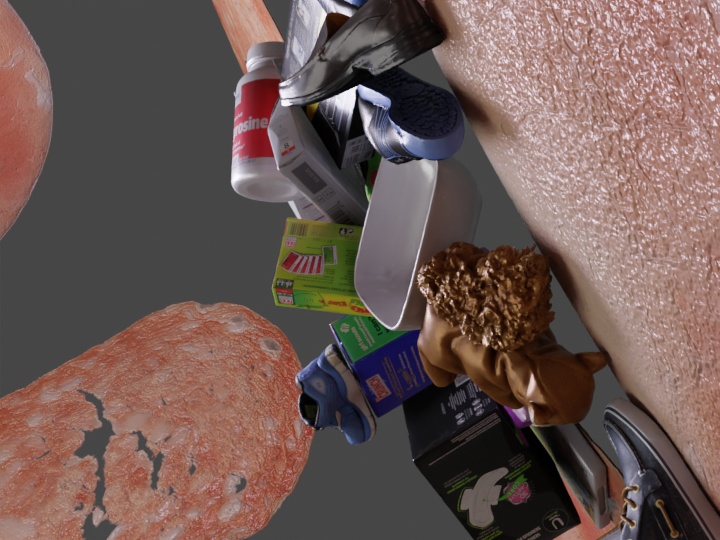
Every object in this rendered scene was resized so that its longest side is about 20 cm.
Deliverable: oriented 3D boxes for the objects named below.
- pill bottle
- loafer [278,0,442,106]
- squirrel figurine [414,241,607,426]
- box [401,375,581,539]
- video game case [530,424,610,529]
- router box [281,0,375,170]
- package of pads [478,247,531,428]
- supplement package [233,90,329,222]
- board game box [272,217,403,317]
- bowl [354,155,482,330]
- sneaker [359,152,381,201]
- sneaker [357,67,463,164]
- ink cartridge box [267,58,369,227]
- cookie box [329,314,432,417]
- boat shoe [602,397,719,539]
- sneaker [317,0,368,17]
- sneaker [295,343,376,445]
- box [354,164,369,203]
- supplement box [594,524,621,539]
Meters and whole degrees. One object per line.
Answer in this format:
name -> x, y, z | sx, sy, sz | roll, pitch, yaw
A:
pill bottle -> -0.117, -0.204, 1.439 | 0.112, 0.111, 0.202 | 79, -168, -74
loafer -> -0.011, -0.211, 0.995 | 0.199, 0.073, 0.073 | -18, 102, 42
squirrel figurine -> 0.144, 0.067, 1.024 | 0.187, 0.141, 0.201 | 46, 168, 47
box -> 0.160, 0.238, 1.311 | 0.200, 0.124, 0.149 | 54, -170, -19
video game case -> 0.254, 0.215, 1.351 | 0.200, 0.023, 0.182 | 56, 173, 36
router box -> -0.027, -0.238, 1.215 | 0.158, 0.052, 0.200 | 59, 158, 21
package of pads -> 0.164, 0.081, 1.211 | 0.201, 0.075, 0.121 | 60, 178, 15
supplement package -> -0.073, -0.197, 1.619 | 0.152, 0.150, 0.201 | 57, 174, 41
board game box -> 0.000, 0.000, 1.292 | 0.048, 0.198, 0.102 | 84, -166, -61
bowl -> 0.066, -0.042, 1.162 | 0.200, 0.074, 0.201 | -136, 56, -68
sneaker -> 0.023, -0.164, 1.382 | 0.084, 0.076, 0.201 | -98, -11, -62
sneaker -> 0.052, -0.137, 1.032 | 0.200, 0.070, 0.078 | -124, 17, -58
ink cartridge box -> -0.064, -0.156, 1.341 | 0.162, 0.050, 0.201 | 44, -164, -44
cookie box -> 0.076, 0.091, 1.426 | 0.075, 0.199, 0.171 | 57, 173, 33
boat shoe -> 0.255, 0.213, 0.935 | 0.201, 0.090, 0.071 | 58, 174, 29
sneaker -> -0.020, -0.285, 1.074 | 0.200, 0.070, 0.078 | 53, 164, 49
sneaker -> -0.040, 0.179, 1.423 | 0.079, 0.089, 0.200 | 59, 175, 42
box -> 0.025, -0.083, 1.490 | 0.158, 0.048, 0.201 | 9, -133, -60
supplement box -> 0.294, 0.324, 1.052 | 0.110, 0.108, 0.200 | 61, 175, 5
